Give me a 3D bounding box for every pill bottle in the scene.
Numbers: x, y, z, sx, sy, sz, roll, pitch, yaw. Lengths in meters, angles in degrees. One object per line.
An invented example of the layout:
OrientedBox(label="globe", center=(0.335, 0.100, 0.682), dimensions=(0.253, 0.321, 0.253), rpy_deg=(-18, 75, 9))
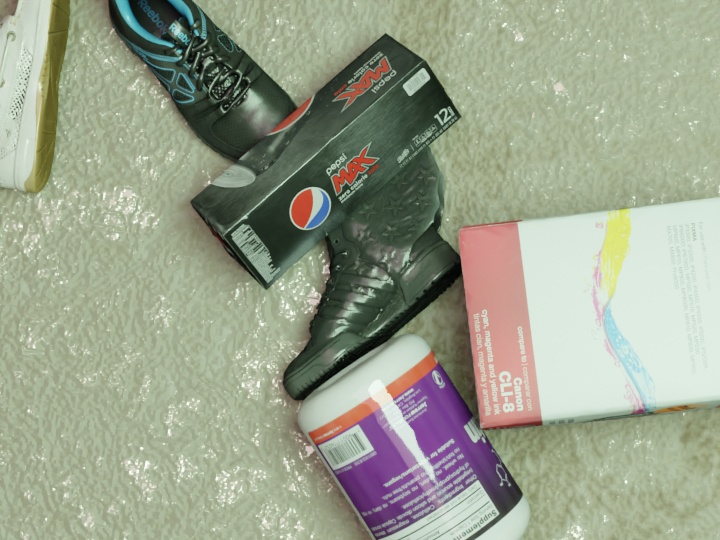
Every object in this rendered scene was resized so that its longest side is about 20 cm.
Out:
OrientedBox(label="pill bottle", center=(0.048, 0.154, 1.349), dimensions=(0.112, 0.112, 0.201), rpy_deg=(-33, 92, 1))

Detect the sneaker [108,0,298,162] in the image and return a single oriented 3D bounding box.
OrientedBox(label="sneaker", center=(-0.124, -0.154, 1.419), dimensions=(0.200, 0.082, 0.073), rpy_deg=(42, 86, 6))

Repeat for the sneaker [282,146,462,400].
OrientedBox(label="sneaker", center=(-0.001, 0.000, 1.406), dimensions=(0.199, 0.060, 0.104), rpy_deg=(-40, 74, 3))

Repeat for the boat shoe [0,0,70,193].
OrientedBox(label="boat shoe", center=(-0.268, -0.164, 1.439), dimensions=(0.069, 0.071, 0.202), rpy_deg=(7, 86, 4))

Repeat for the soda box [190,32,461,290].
OrientedBox(label="soda box", center=(-0.026, -0.083, 1.386), dimensions=(0.200, 0.071, 0.063), rpy_deg=(-41, 127, -6))

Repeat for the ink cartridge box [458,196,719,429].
OrientedBox(label="ink cartridge box", center=(0.178, 0.034, 1.339), dimensions=(0.198, 0.145, 0.146), rpy_deg=(-7, 83, 5))
